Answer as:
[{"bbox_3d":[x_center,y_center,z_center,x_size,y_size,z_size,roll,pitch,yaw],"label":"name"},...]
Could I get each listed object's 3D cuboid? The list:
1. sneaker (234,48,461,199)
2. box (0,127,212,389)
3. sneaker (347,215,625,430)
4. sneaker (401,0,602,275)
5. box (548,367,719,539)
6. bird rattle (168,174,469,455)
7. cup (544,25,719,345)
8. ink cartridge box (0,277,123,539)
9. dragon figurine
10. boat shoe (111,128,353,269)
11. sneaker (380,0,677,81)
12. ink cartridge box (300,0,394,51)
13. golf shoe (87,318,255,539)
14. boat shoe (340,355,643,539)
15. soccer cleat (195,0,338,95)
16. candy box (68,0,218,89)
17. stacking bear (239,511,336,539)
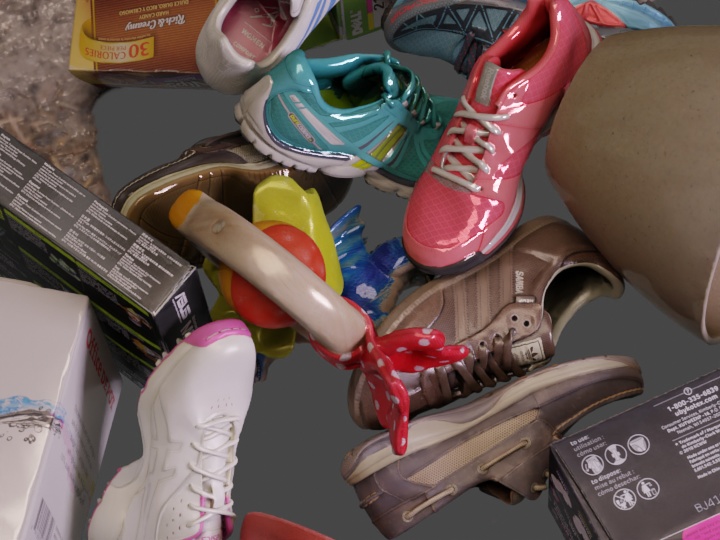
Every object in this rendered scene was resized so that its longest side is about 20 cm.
[{"bbox_3d":[0.016,-0.099,1.730,0.199,0.080,0.078,5,49,-38],"label":"sneaker"},{"bbox_3d":[-0.177,-0.004,1.673,0.200,0.193,0.048,35,71,18],"label":"box"},{"bbox_3d":[0.080,0.038,1.690,0.200,0.071,0.075,-40,47,-21],"label":"sneaker"},{"bbox_3d":[0.079,-0.093,1.695,0.073,0.087,0.201,24,74,28],"label":"sneaker"},{"bbox_3d":[0.228,0.137,1.627,0.199,0.115,0.133,-23,65,-9],"label":"box"},{"bbox_3d":[-0.040,0.022,1.607,0.113,0.163,0.200,-47,44,4],"label":"bird rattle"},{"bbox_3d":[0.201,-0.074,1.686,0.143,0.201,0.201,26,69,21],"label":"cup"},{"bbox_3d":[-0.245,0.119,1.646,0.144,0.147,0.201,10,66,8],"label":"ink cartridge box"},{"bbox_3d":[0.000,0.000,1.735,0.099,0.059,0.200,34,73,17],"label":"dragon figurine"},{"bbox_3d":[-0.090,-0.052,1.731,0.065,0.074,0.199,32,30,35],"label":"boat shoe"},{"bbox_3d":[0.109,-0.141,1.784,0.199,0.079,0.096,7,68,7],"label":"sneaker"},{"bbox_3d":[-0.039,-0.231,1.835,0.199,0.076,0.148,-19,65,-7],"label":"ink cartridge box"},{"bbox_3d":[-0.097,0.120,1.618,0.075,0.201,0.092,-8,45,-38],"label":"golf shoe"},{"bbox_3d":[0.088,0.112,1.679,0.199,0.075,0.074,-21,84,-6],"label":"boat shoe"},{"bbox_3d":[-0.033,-0.197,1.726,0.070,0.086,0.201,35,77,-5],"label":"soccer cleat"},{"bbox_3d":[-0.124,-0.223,1.807,0.116,0.056,0.201,2,82,20],"label":"candy box"},{"bbox_3d":[-0.064,0.257,1.597,0.113,0.122,0.201,22,76,21],"label":"stacking bear"}]
